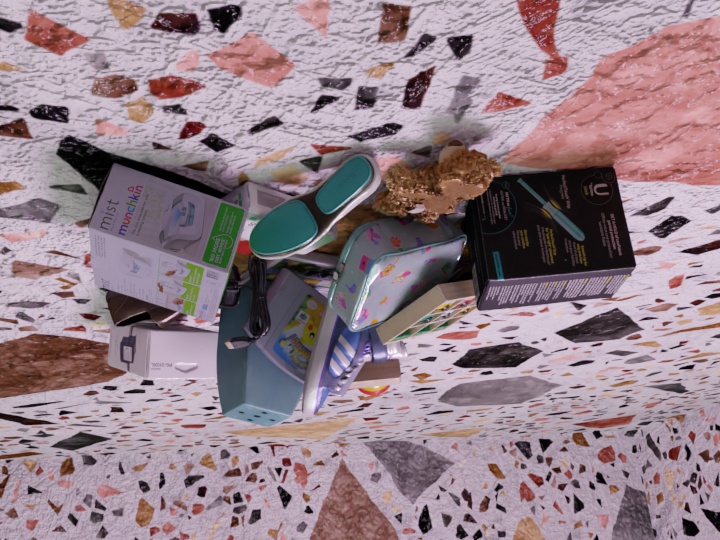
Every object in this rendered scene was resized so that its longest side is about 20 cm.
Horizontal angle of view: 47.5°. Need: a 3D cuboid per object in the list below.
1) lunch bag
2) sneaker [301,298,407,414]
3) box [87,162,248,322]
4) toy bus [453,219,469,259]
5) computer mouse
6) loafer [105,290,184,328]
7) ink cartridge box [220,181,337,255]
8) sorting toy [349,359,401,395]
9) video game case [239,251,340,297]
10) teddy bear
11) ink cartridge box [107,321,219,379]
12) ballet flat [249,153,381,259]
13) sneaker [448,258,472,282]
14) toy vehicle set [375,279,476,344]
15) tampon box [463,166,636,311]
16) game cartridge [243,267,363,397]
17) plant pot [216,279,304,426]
[{"bbox_3d":[0.047,0.001,1.159,0.198,0.077,0.162,-15,142,-38],"label":"lunch bag"},{"bbox_3d":[-0.001,0.137,1.253,0.144,0.203,0.081,16,179,-6],"label":"sneaker"},{"bbox_3d":[-0.251,-0.026,1.056,0.174,0.098,0.200,18,156,-7],"label":"box"},{"bbox_3d":[0.233,-0.037,1.247,0.196,0.080,0.065,-5,160,-3],"label":"toy bus"},{"bbox_3d":[-0.213,0.052,1.272,0.197,0.143,0.046,-7,178,29],"label":"computer mouse"},{"bbox_3d":[-0.328,0.065,1.383,0.196,0.072,0.073,-5,160,-2],"label":"loafer"},{"bbox_3d":[-0.155,-0.050,1.158,0.160,0.051,0.199,15,150,-43],"label":"ink cartridge box"},{"bbox_3d":[-0.031,0.152,1.500,0.196,0.200,0.070,-5,132,0],"label":"sorting toy"},{"bbox_3d":[-0.094,0.013,1.382,0.198,0.022,0.182,11,154,-35],"label":"video game case"},{"bbox_3d":[0.093,-0.112,1.049,0.142,0.068,0.200,4,166,-9],"label":"teddy bear"},{"bbox_3d":[-0.350,0.141,1.466,0.143,0.086,0.199,4,179,-35],"label":"ink cartridge box"},{"bbox_3d":[-0.051,-0.075,1.043,0.199,0.070,0.069,-35,151,16],"label":"ballet flat"},{"bbox_3d":[0.109,0.024,1.296,0.198,0.075,0.081,-32,153,5],"label":"sneaker"},{"bbox_3d":[0.122,0.058,1.226,0.124,0.027,0.199,-37,163,29],"label":"toy vehicle set"},{"bbox_3d":[0.255,-0.042,1.137,0.196,0.152,0.127,-5,160,-1],"label":"tampon box"},{"bbox_3d":[-0.080,0.107,1.302,0.199,0.134,0.040,36,172,-15],"label":"game cartridge"},{"bbox_3d":[-0.160,0.145,1.363,0.140,0.203,0.141,20,150,-26],"label":"plant pot"}]
